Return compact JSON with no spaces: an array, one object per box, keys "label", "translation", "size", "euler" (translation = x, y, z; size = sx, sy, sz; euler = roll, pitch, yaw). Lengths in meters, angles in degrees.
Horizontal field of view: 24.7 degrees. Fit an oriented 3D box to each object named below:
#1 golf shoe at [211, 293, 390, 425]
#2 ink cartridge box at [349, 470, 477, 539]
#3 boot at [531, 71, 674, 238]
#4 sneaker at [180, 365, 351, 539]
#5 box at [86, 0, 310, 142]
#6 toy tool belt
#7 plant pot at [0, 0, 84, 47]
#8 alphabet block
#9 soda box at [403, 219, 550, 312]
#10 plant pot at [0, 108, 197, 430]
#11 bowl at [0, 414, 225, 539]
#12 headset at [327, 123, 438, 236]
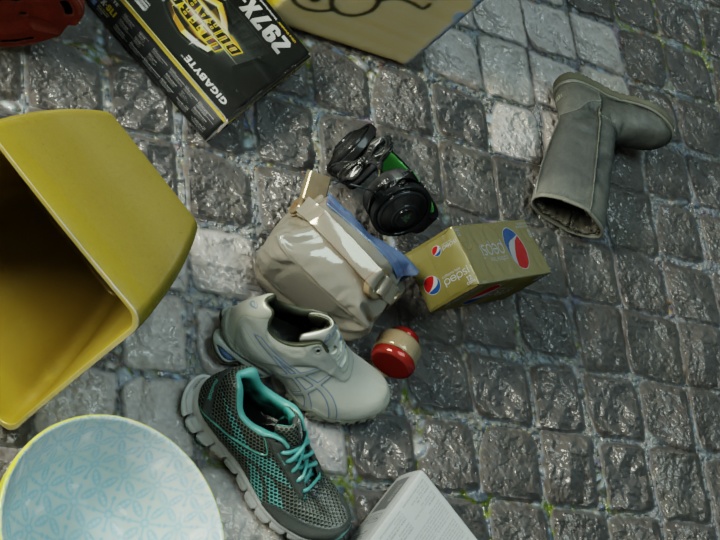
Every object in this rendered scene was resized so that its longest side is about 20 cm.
[{"label":"golf shoe","translation":[-0.040,0.083,1.561],"size":[0.199,0.097,0.079],"euler":[25,51,-27]},{"label":"ink cartridge box","translation":[0.067,0.316,1.560],"size":[0.200,0.050,0.162],"euler":[54,45,-12]},{"label":"boot","translation":[0.290,-0.125,1.950],"size":[0.181,0.073,0.201],"euler":[18,48,-13]},{"label":"sneaker","translation":[-0.074,0.166,1.491],"size":[0.200,0.091,0.078],"euler":[46,48,-8]},{"label":"box","translation":[-0.165,-0.252,1.681],"size":[0.200,0.049,0.160],"euler":[50,45,-4]},{"label":"toy tool belt","translation":[0.000,0.000,1.622],"size":[0.200,0.125,0.123],"euler":[40,56,-14]},{"label":"plant pot","translation":[-0.332,-0.322,1.503],"size":[0.200,0.200,0.197],"euler":[5,72,-36]},{"label":"alphabet block","translation":[0.015,-0.371,1.789],"size":[0.199,0.195,0.198],"euler":[14,57,-33]},{"label":"soda box","translation":[0.124,-0.007,1.716],"size":[0.200,0.064,0.068],"euler":[-6,68,-63]},{"label":"plant pot","translation":[-0.258,-0.022,1.396],"size":[0.200,0.200,0.176],"euler":[51,35,-3]},{"label":"bowl","translation":[-0.220,0.227,1.332],"size":[0.199,0.108,0.201],"euler":[18,57,-30]},{"label":"headset","translation":[0.027,-0.102,1.682],"size":[0.124,0.094,0.200],"euler":[51,17,13]}]
